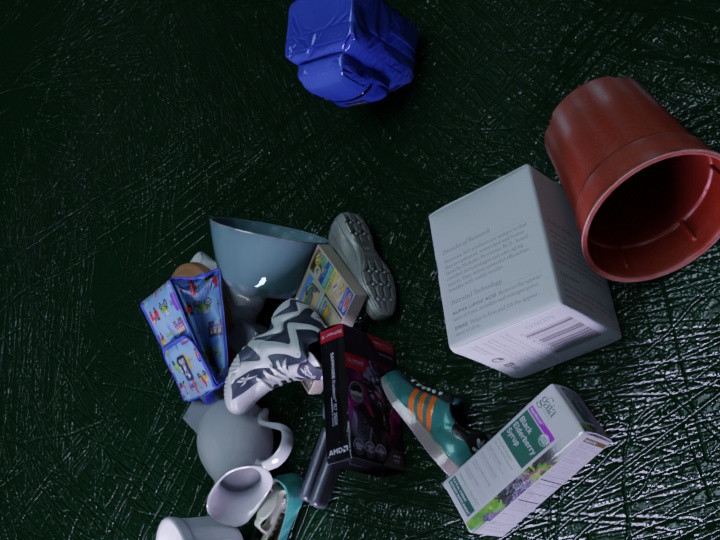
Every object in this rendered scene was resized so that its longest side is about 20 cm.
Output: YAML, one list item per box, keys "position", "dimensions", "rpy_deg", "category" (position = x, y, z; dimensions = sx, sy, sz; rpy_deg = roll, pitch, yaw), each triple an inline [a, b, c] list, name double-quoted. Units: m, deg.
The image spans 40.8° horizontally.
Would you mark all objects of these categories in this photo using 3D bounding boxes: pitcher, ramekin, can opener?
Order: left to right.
- position: [-0.236, 0.468, 1.462]
  dimensions: [0.200, 0.097, 0.202]
  rpy_deg: [8, 99, 62]
  category: "ramekin"
- position: [-0.174, 0.268, 1.499]
  dimensions: [0.171, 0.121, 0.200]
  rpy_deg: [-43, 28, 11]
  category: "pitcher"
- position: [-0.049, 0.254, 1.455]
  dimensions: [0.052, 0.066, 0.202]
  rpy_deg: [15, 88, 52]
  category: "can opener"

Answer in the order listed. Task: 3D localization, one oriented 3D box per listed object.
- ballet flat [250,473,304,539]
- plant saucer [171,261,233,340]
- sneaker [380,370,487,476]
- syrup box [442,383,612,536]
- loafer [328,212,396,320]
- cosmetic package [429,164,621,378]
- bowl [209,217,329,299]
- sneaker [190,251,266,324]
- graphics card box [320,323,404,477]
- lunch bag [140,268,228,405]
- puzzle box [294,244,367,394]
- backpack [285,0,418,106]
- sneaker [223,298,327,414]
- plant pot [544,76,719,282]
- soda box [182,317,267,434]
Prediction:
- position: [-0.144, 0.402, 1.471]
  dimensions: [0.067, 0.070, 0.201]
  rpy_deg: [14, 83, 43]
  category: "ballet flat"
- position: [-0.288, 0.087, 1.695]
  dimensions: [0.200, 0.032, 0.202]
  rpy_deg: [19, 115, 48]
  category: "plant saucer"
- position: [0.104, 0.196, 1.344]
  dimensions: [0.080, 0.071, 0.200]
  rpy_deg: [-43, 47, 3]
  category: "sneaker"
- position: [0.208, 0.241, 1.216]
  dimensions: [0.200, 0.081, 0.079]
  rpy_deg: [-47, 49, 19]
  category: "syrup box"
- position: [0.000, 0.000, 1.519]
  dimensions: [0.070, 0.070, 0.201]
  rpy_deg: [-51, 46, 37]
  category: "loafer"
- position: [0.210, 0.006, 1.254]
  dimensions: [0.164, 0.164, 0.201]
  rpy_deg: [-27, 56, 32]
  category: "cosmetic package"
- position: [-0.156, -0.017, 1.588]
  dimensions: [0.200, 0.200, 0.106]
  rpy_deg: [17, 99, 44]
  category: "bowl"
- position: [-0.224, 0.017, 1.712]
  dimensions: [0.100, 0.078, 0.200]
  rpy_deg: [-50, 56, 5]
  category: "sneaker"
- position: [0.002, 0.187, 1.392]
  dimensions: [0.051, 0.125, 0.201]
  rpy_deg: [-21, 58, 33]
  category: "graphics card box"
- position: [-0.268, 0.119, 1.570]
  dimensions: [0.150, 0.094, 0.201]
  rpy_deg: [-30, 75, 55]
  category: "lunch bag"
- position: [-0.065, 0.078, 1.524]
  dimensions: [0.133, 0.025, 0.201]
  rpy_deg: [51, 127, 42]
  category: "puzzle box"
- position: [-0.009, -0.353, 1.580]
  dimensions: [0.162, 0.199, 0.169]
  rpy_deg: [2, 83, 40]
  category: "backpack"
- position: [-0.112, 0.149, 1.457]
  dimensions: [0.129, 0.080, 0.199]
  rpy_deg: [28, 72, 42]
  category: "sneaker"
- position: [0.331, -0.126, 1.197]
  dimensions: [0.201, 0.200, 0.196]
  rpy_deg: [-41, 42, 22]
  category: "plant pot"
- position: [-0.214, 0.185, 1.625]
  dimensions: [0.064, 0.068, 0.201]
  rpy_deg: [33, 95, 45]
  category: "soda box"
